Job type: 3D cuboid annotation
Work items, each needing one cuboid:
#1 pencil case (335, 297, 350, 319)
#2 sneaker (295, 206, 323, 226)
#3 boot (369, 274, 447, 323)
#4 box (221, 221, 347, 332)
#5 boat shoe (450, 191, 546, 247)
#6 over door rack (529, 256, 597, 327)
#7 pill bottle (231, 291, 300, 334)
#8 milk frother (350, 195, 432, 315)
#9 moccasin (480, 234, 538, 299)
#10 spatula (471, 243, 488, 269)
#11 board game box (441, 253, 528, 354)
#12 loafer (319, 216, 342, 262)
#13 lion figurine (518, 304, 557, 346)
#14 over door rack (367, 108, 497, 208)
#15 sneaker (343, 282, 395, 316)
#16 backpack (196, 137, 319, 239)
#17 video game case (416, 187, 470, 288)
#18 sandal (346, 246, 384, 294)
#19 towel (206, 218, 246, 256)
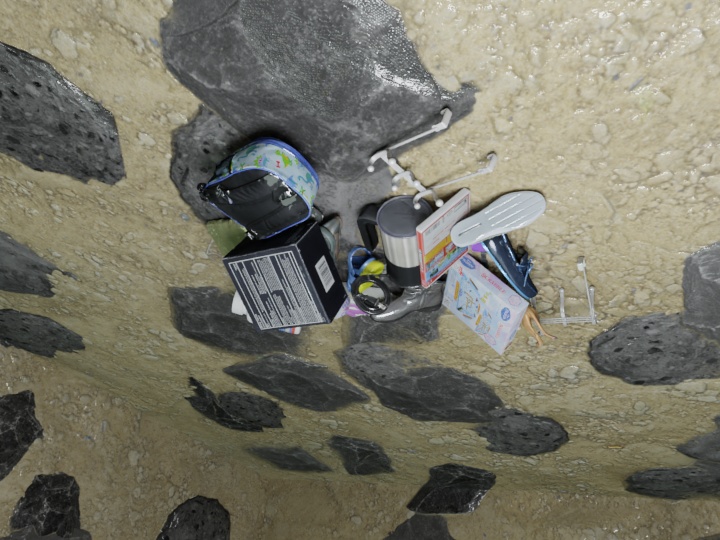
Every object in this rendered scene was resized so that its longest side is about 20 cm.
[{"bbox_3d":[-0.103,0.038,1.419,0.091,0.083,0.200,12,148,42],"label":"pencil case"},{"bbox_3d":[-0.163,-0.088,1.327,0.200,0.085,0.074,-21,134,41],"label":"sneaker"},{"bbox_3d":[0.115,0.059,1.437,0.199,0.070,0.132,-16,145,-7],"label":"boot"},{"bbox_3d":[-0.164,0.017,1.268,0.198,0.123,0.200,-9,115,25],"label":"box"},{"bbox_3d":[0.278,-0.105,1.159,0.200,0.072,0.062,-22,174,22],"label":"boat shoe"},{"bbox_3d":[0.462,0.045,1.328,0.147,0.067,0.200,-7,128,29],"label":"over door rack"},{"bbox_3d":[-0.258,0.105,1.624,0.199,0.112,0.112,13,147,-2],"label":"pill bottle"},{"bbox_3d":[0.066,-0.027,1.230,0.180,0.200,0.188,4,146,14],"label":"milk frother"},{"bbox_3d":[0.333,-0.020,1.229,0.068,0.081,0.200,-36,114,17],"label":"moccasin"},{"bbox_3d":[0.284,-0.028,1.312,0.056,0.021,0.200,0,145,13],"label":"spatula"},{"bbox_3d":[0.287,0.078,1.348,0.199,0.041,0.200,43,156,25],"label":"board game box"},{"bbox_3d":[-0.070,-0.066,1.346,0.072,0.063,0.200,40,163,6],"label":"loafer"},{"bbox_3d":[0.376,0.105,1.365,0.200,0.072,0.123,2,120,60],"label":"lion figurine"},{"bbox_3d":[0.129,-0.193,1.068,0.148,0.067,0.200,35,142,-30],"label":"over door rack"},{"bbox_3d":[0.024,0.096,1.556,0.200,0.073,0.114,20,151,10],"label":"sneaker"},{"bbox_3d":[-0.185,-0.176,1.146,0.200,0.147,0.183,-13,138,40],"label":"backpack"},{"bbox_3d":[0.177,-0.064,1.203,0.017,0.143,0.200,39,159,31],"label":"video game case"},{"bbox_3d":[0.000,0.000,1.426,0.087,0.079,0.200,51,155,10],"label":"sandal"},{"bbox_3d":[-0.291,-0.050,1.433,0.148,0.037,0.200,-5,127,36],"label":"towel"}]
